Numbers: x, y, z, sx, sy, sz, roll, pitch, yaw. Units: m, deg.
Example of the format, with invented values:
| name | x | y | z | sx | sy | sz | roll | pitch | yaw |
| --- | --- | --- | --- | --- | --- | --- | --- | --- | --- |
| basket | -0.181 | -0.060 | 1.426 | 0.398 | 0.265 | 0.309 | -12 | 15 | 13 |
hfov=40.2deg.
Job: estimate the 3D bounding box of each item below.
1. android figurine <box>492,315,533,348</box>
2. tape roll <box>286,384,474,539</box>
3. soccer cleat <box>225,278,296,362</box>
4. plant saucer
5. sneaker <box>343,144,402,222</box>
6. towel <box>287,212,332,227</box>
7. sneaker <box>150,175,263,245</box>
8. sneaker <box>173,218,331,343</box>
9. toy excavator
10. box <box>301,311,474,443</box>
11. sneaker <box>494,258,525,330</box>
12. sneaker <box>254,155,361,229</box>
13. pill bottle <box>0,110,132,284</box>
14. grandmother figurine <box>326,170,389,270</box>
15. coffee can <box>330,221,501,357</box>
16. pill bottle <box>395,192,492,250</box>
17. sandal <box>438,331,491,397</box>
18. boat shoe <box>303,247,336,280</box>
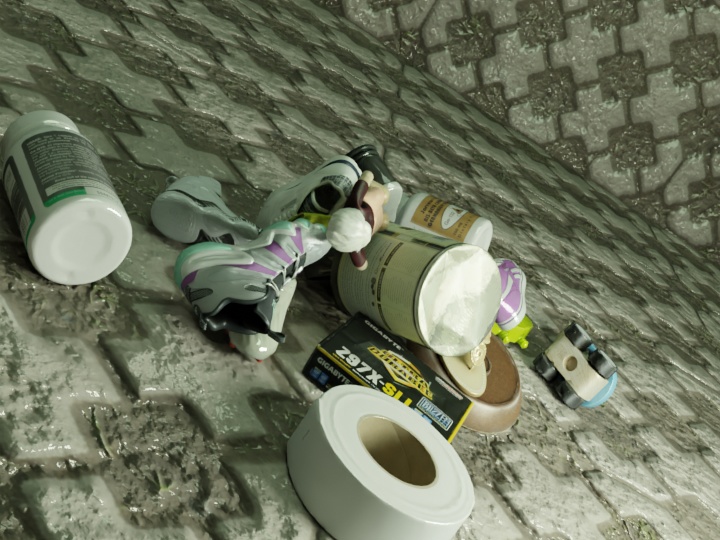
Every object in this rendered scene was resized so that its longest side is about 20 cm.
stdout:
| name | x | y | z | sx | sy | sz | roll | pitch | yaw |
| --- | --- | --- | --- | --- | --- | --- | --- | --- | --- |
| android figurine | 0.222 | 0.061 | 1.700 | 0.180 | 0.041 | 0.201 | 16 | 28 | -40 |
| tape roll | 0.022 | 0.215 | 1.046 | 0.200 | 0.071 | 0.203 | 29 | 23 | -13 |
| soccer cleat | -0.117 | 0.039 | 1.201 | 0.069 | 0.078 | 0.201 | 30 | 22 | -10 |
| plant saucer | 0.155 | 0.135 | 1.389 | 0.198 | 0.035 | 0.202 | 24 | 40 | -21 |
| sneaker | 0.004 | -0.112 | 1.429 | 0.070 | 0.201 | 0.100 | -20 | 72 | -19 |
| towel | -0.068 | -0.050 | 1.280 | 0.018 | 0.085 | 0.200 | 58 | 17 | 10 |
| sneaker | -0.183 | -0.064 | 1.320 | 0.198 | 0.076 | 0.115 | 27 | 22 | -18 |
| sneaker | -0.104 | 0.023 | 1.132 | 0.197 | 0.078 | 0.141 | -17 | 53 | -20 |
| toy excavator | 0.374 | 0.156 | 1.678 | 0.199 | 0.100 | 0.195 | 29 | 20 | -50 |
| box | 0.038 | 0.148 | 1.242 | 0.199 | 0.050 | 0.159 | 38 | 23 | 8 |
| sneaker | 0.216 | 0.003 | 1.614 | 0.115 | 0.072 | 0.201 | 48 | 15 | -17 |
| sneaker | -0.084 | -0.079 | 1.342 | 0.076 | 0.199 | 0.081 | 43 | 30 | -16 |
| pill bottle | -0.335 | -0.088 | 1.098 | 0.112 | 0.114 | 0.201 | 14 | 30 | -41 |
| grandmother figurine | -0.002 | -0.060 | 1.227 | 0.059 | 0.124 | 0.200 | -6 | 8 | 13 |
| coffee can | 0.072 | 0.019 | 1.325 | 0.145 | 0.149 | 0.199 | 17 | 2 | -37 |
| pill bottle | 0.115 | -0.067 | 1.677 | 0.197 | 0.116 | 0.114 | 24 | 18 | 19 |
| sandal | 0.149 | 0.067 | 1.367 | 0.077 | 0.070 | 0.214 | 19 | 41 | -24 |
| boat shoe | 0.000 | 0.000 | 1.454 | 0.196 | 0.075 | 0.074 | 9 | -14 | -21 |
